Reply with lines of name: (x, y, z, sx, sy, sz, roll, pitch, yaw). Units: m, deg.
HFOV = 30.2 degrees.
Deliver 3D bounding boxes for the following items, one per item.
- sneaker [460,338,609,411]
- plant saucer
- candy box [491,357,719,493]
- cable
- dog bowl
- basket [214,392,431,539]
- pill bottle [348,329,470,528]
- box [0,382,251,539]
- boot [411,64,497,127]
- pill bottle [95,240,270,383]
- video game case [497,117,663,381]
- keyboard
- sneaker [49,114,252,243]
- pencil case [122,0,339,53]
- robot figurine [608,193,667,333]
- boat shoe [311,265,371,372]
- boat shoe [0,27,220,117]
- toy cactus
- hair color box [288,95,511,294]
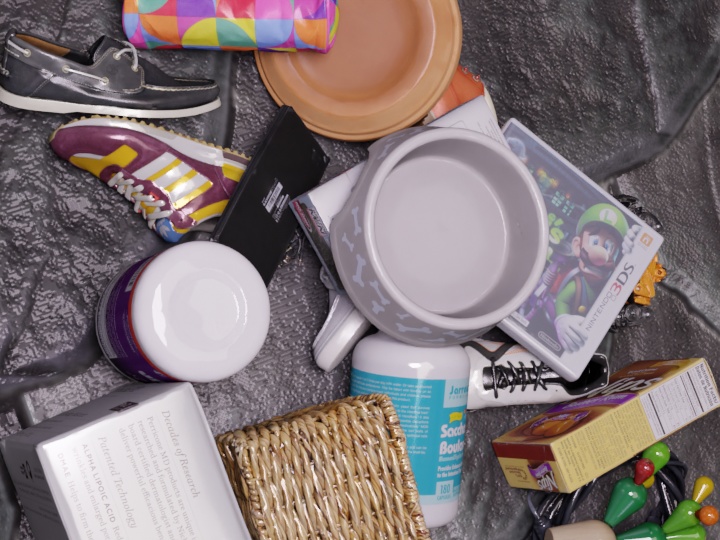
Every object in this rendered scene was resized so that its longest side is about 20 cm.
sneaker: (0.155, 0.099, 1.317, 0.200, 0.080, 0.074, -6, 89, -22)
plant saucer: (-0.006, -0.221, 1.247, 0.200, 0.037, 0.200, 1, 95, 9)
candy box: (0.245, 0.151, 1.329, 0.200, 0.117, 0.057, -23, 94, -24)
cable: (0.266, 0.258, 1.363, 0.200, 0.051, 0.163, -23, 94, -24)
dog bowl: (0.076, -0.034, 1.167, 0.200, 0.059, 0.200, 2, 83, -20)
basket: (-0.033, 0.221, 1.183, 0.149, 0.143, 0.200, -15, 87, -18)
pill bottle: (0.043, 0.129, 1.231, 0.111, 0.111, 0.200, 3, 95, -23)
box: (-0.188, 0.206, 1.091, 0.131, 0.199, 0.200, -21, 93, -24)
boot: (0.069, -0.191, 1.319, 0.107, 0.075, 0.200, -25, 98, -33)
pill bottle: (-0.157, 0.040, 1.121, 0.112, 0.200, 0.113, 2, 84, -23)
video game case: (0.176, -0.022, 1.303, 0.200, 0.023, 0.182, 38, 69, -5)
keyboard: (-0.085, -0.053, 1.214, 0.104, 0.040, 0.200, 54, 41, -29)
sneaker: (-0.182, -0.075, 1.191, 0.200, 0.075, 0.090, 12, 75, -21)
pencil case: (-0.119, -0.240, 1.195, 0.200, 0.088, 0.089, 4, 82, 2)
robot figurine: (0.223, -0.016, 1.368, 0.200, 0.058, 0.145, 13, 80, -21)
boat shoe: (0.000, 0.000, 1.270, 0.068, 0.072, 0.200, 30, 81, 7)
boat shoe: (-0.217, -0.172, 1.180, 0.200, 0.072, 0.068, 4, 108, -22)
toy cactus: (0.265, 0.271, 1.301, 0.165, 0.102, 0.200, 0, 99, -12)
hair color box: (0.046, -0.070, 1.223, 0.200, 0.061, 0.099, -31, 97, -21)
